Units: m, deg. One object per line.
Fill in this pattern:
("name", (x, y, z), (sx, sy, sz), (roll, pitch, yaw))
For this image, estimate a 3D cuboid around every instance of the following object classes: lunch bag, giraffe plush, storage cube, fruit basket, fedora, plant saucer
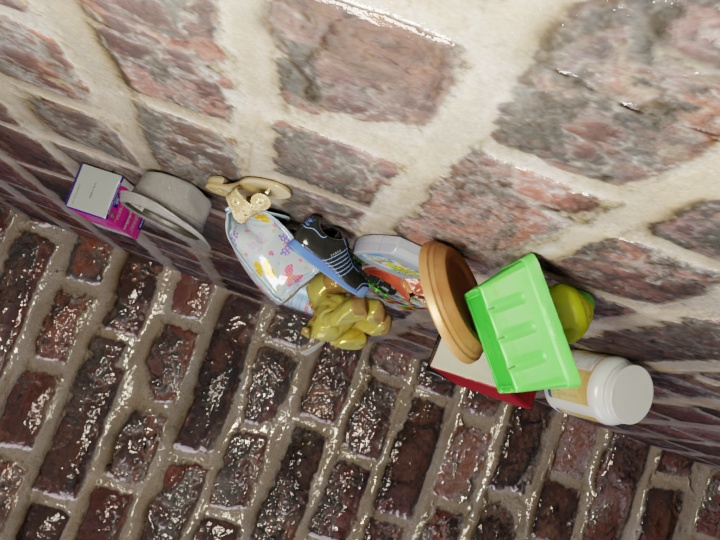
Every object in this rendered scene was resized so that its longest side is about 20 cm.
("lunch bag", (-0.175, -0.043, 1.666), (0.200, 0.127, 0.170), (48, 173, 0))
("giraffe plush", (-0.050, 0.067, 1.827), (0.199, 0.163, 0.173), (-20, 148, 10))
("storage cube", (0.270, 0.158, 1.768), (0.199, 0.172, 0.180), (16, 169, 29))
("fruit basket", (0.277, 0.075, 1.307), (0.215, 0.216, 0.156), (21, 169, -5))
("fedora", (-0.357, -0.126, 1.686), (0.199, 0.091, 0.177), (28, 168, -12))
("plant saucer", (0.151, 0.044, 1.362), (0.037, 0.201, 0.200), (-21, 153, 22))

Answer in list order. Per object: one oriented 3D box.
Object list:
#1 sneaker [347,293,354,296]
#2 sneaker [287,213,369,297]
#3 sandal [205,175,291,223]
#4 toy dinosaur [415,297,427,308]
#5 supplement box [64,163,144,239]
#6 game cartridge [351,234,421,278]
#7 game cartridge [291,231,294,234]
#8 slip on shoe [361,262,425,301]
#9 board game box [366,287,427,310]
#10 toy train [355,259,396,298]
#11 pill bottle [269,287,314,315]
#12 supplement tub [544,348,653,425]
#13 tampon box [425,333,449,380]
("sneaker", (-0.096, 0.035, 2.057), (0.199, 0.094, 0.070), (21, 180, -10))
("sneaker", (-0.040, -0.024, 1.568), (0.200, 0.078, 0.070), (37, 180, -40))
("sandal", (-0.195, -0.112, 1.473), (0.211, 0.070, 0.078), (11, 167, 47))
("toy dinosaur", (0.143, 0.061, 1.826), (0.199, 0.058, 0.101), (24, 171, -26))
("supplement box", (-0.554, -0.150, 1.949), (0.103, 0.102, 0.200), (18, 172, 7))
("game cartridge", (0.063, -0.023, 1.564), (0.133, 0.041, 0.200), (27, 169, -20))
("game cartridge", (-0.134, -0.036, 1.872), (0.133, 0.041, 0.200), (19, 167, -25))
("slip on shoe", (0.093, 0.026, 1.712), (0.199, 0.061, 0.074), (20, 173, 11))
("board game box", (0.045, 0.038, 1.944), (0.199, 0.035, 0.126), (24, 164, -27))
("toy train", (0.000, 0.000, 1.790), (0.200, 0.042, 0.056), (33, 179, -39))
("pill bottle", (-0.119, 0.053, 2.192), (0.199, 0.109, 0.109), (19, 171, 2))
("supplement tub", (0.506, 0.249, 1.876), (0.144, 0.145, 0.200), (25, 170, -29))
("tampon box", (0.295, 0.248, 2.403), (0.149, 0.127, 0.200), (23, 171, -14))
